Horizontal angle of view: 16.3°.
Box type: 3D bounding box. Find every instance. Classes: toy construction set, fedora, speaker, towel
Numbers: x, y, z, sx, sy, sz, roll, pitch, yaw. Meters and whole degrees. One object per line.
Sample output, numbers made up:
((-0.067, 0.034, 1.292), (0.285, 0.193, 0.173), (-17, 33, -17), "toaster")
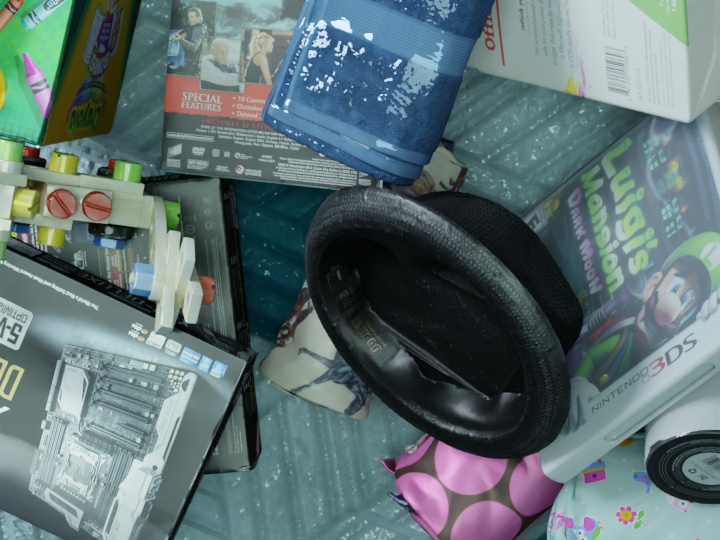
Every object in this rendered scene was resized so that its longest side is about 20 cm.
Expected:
((-0.180, -0.035, 1.542), (0.200, 0.131, 0.092), (24, 91, -16), "toy construction set")
((0.064, 0.015, 1.532), (0.201, 0.201, 0.092), (50, 54, -1), "fedora")
((0.217, 0.039, 1.553), (0.081, 0.081, 0.200), (3, 52, 5), "speaker")
((0.021, -0.159, 1.508), (0.112, 0.049, 0.200), (26, 105, 18), "towel")

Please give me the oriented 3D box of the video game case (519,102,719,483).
((0.165, 0.004, 1.543), (0.023, 0.200, 0.182), (27, 128, -33), "video game case")

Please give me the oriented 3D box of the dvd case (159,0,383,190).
((-0.048, -0.154, 1.569), (0.146, 0.022, 0.200), (6, 100, 11), "dvd case")

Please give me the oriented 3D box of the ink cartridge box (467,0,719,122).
((0.131, -0.173, 1.537), (0.200, 0.067, 0.117), (18, 130, 34), "ink cartridge box")

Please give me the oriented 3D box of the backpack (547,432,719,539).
((0.219, 0.174, 1.580), (0.200, 0.167, 0.127), (2, 141, 11), "backpack")

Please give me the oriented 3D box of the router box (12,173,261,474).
((-0.151, 0.039, 1.654), (0.150, 0.062, 0.200), (-5, 95, 6), "router box")

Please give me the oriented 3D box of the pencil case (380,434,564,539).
((0.113, 0.101, 1.629), (0.200, 0.091, 0.094), (-40, 66, 6), "pencil case")

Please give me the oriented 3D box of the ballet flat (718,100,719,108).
((0.215, -0.119, 1.605), (0.200, 0.072, 0.072), (41, 98, 1), "ballet flat")

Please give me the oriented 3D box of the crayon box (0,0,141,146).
((-0.190, -0.145, 1.570), (0.058, 0.200, 0.119), (14, 97, 4), "crayon box")

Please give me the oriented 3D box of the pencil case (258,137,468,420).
((0.000, 0.000, 1.631), (0.078, 0.089, 0.200), (18, 99, -25), "pencil case")

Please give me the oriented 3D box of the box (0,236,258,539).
((-0.188, 0.083, 1.606), (0.200, 0.050, 0.158), (26, 98, 4), "box")
